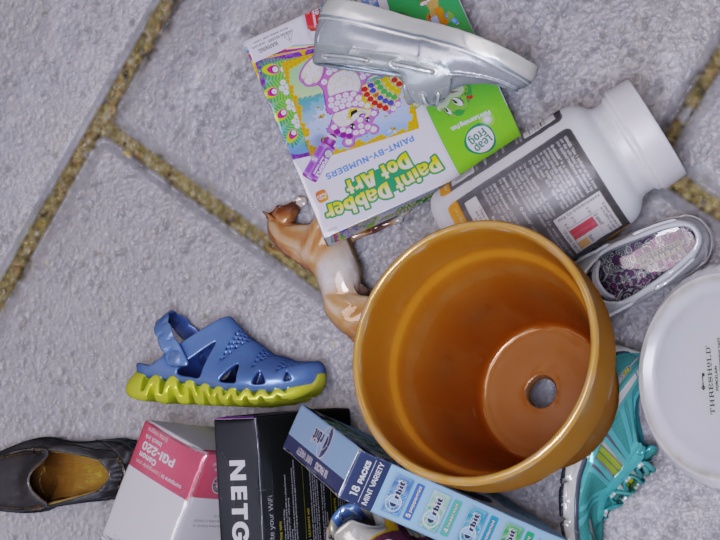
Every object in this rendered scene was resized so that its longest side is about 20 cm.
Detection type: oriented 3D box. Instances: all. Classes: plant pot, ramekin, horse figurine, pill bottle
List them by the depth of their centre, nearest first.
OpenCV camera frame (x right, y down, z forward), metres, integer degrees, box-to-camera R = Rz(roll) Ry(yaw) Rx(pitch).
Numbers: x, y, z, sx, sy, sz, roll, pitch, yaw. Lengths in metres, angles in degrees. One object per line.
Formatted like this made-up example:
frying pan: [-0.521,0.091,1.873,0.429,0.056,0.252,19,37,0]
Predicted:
ramekin: [0.312,0.083,1.224,0.199,0.104,0.203,-6,81,47]
plant pot: [0.121,0.083,1.231,0.198,0.183,0.203,-8,71,25]
pill bottle: [0.167,-0.067,1.318,0.199,0.116,0.117,-32,77,11]
horse figurine: [0.000,0.000,1.411,0.131,0.050,0.202,-28,75,8]

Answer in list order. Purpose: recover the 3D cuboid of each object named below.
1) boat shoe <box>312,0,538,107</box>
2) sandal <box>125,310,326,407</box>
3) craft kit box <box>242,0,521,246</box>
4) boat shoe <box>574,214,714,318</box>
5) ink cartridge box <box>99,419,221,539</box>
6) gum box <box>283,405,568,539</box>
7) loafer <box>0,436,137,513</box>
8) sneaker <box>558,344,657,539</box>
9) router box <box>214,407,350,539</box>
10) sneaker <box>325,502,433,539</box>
boat shoe: [0.053,-0.177,1.344,0.198,0.070,0.072,17,92,12]
sandal: [-0.126,0.083,1.437,0.197,0.079,0.088,3,84,18]
craft kit box: [0.021,-0.153,1.392,0.198,0.049,0.199,-24,82,1]
boat shoe: [0.207,0.012,1.326,0.198,0.068,0.073,-22,80,18]
ink cartridge box: [-0.159,0.245,1.396,0.084,0.145,0.202,22,93,32]
gum box: [0.050,0.182,1.271,0.198,0.170,0.045,25,89,-18]
loafer: [-0.301,0.195,1.492,0.198,0.072,0.074,-12,83,19]
sneaker: [0.211,0.165,1.315,0.079,0.077,0.203,10,90,10]
router box: [-0.061,0.224,1.361,0.051,0.149,0.203,-7,84,32]
sneaker: [0.016,0.228,1.309,0.075,0.200,0.090,-40,89,-3]
